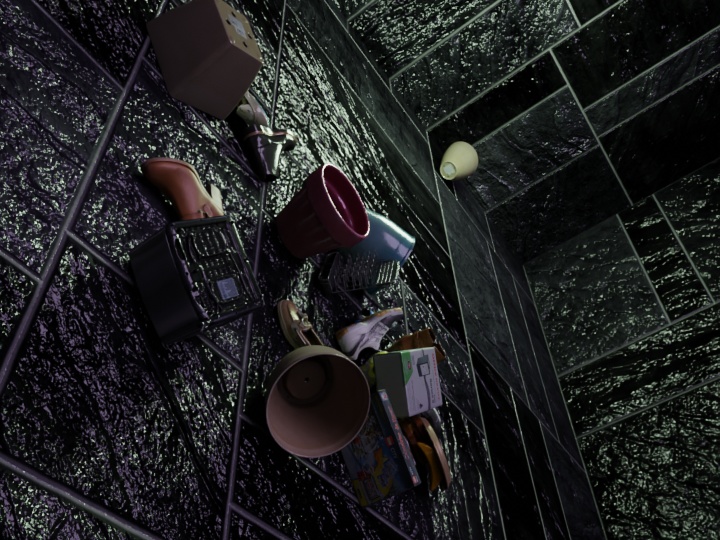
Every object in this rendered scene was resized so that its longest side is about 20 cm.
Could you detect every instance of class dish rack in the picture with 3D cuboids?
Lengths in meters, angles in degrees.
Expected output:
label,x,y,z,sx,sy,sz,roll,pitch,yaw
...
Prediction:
label,x,y,z,sx,sy,sz,roll,pitch,yaw
dish rack,0.000,0.000,1.762,0.154,0.194,0.056,-75,154,-60

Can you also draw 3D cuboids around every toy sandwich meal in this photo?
label,x,y,z,sx,sy,sz,roll,pitch,yaw
toy sandwich meal,0.155,0.446,1.699,0.205,0.069,0.210,158,-89,-82

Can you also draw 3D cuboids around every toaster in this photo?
label,x,y,z,sx,sy,sz,roll,pitch,yaw
toaster,-0.277,0.015,1.177,0.199,0.117,0.185,-19,85,-63

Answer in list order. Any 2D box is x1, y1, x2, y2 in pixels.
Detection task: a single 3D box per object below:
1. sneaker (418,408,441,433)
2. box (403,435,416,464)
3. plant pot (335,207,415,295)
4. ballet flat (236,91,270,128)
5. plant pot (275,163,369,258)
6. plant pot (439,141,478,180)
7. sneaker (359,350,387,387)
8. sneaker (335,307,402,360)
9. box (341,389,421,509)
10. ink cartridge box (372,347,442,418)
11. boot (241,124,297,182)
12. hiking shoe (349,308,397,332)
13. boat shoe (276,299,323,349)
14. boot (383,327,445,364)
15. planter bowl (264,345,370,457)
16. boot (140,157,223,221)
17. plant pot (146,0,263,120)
label,x,y,z,sx,sy,sz,roll,pitch,yaw
sneaker,0.141,0.360,1.806,0.202,0.066,0.091,53,19,-10
box,0.057,0.422,1.569,0.199,0.049,0.077,14,51,-61
plant pot,0.019,-0.072,1.906,0.187,0.200,0.201,39,26,-11
ballet flat,-0.306,-0.431,1.776,0.062,0.067,0.203,-32,91,-39
plant pot,-0.102,-0.127,1.691,0.201,0.176,0.203,48,25,-31
plant pot,0.478,-0.535,3.518,0.190,0.185,0.200,58,36,-5
sneaker,0.050,0.245,1.726,0.077,0.075,0.199,61,22,0
sneaker,0.030,0.158,1.719,0.197,0.075,0.090,-24,91,-29
box,0.028,0.372,1.447,0.037,0.135,0.204,9,55,-62
ink cartridge box,0.116,0.265,1.663,0.198,0.082,0.151,3,78,-61
boot,-0.219,-0.286,1.780,0.198,0.076,0.142,-8,76,-56
hiking shoe,0.039,0.134,1.837,0.088,0.073,0.199,63,22,4
boat shoe,-0.112,0.147,1.496,0.203,0.062,0.073,61,22,-1
boot,0.167,0.264,1.862,0.204,0.153,0.076,63,22,5
planter bowl,-0.093,0.228,1.313,0.201,0.199,0.135,51,-4,-23
boot,-0.329,-0.114,1.314,0.198,0.073,0.159,27,46,-47
plant pot,-0.342,-0.505,1.604,0.198,0.174,0.205,11,54,-62
